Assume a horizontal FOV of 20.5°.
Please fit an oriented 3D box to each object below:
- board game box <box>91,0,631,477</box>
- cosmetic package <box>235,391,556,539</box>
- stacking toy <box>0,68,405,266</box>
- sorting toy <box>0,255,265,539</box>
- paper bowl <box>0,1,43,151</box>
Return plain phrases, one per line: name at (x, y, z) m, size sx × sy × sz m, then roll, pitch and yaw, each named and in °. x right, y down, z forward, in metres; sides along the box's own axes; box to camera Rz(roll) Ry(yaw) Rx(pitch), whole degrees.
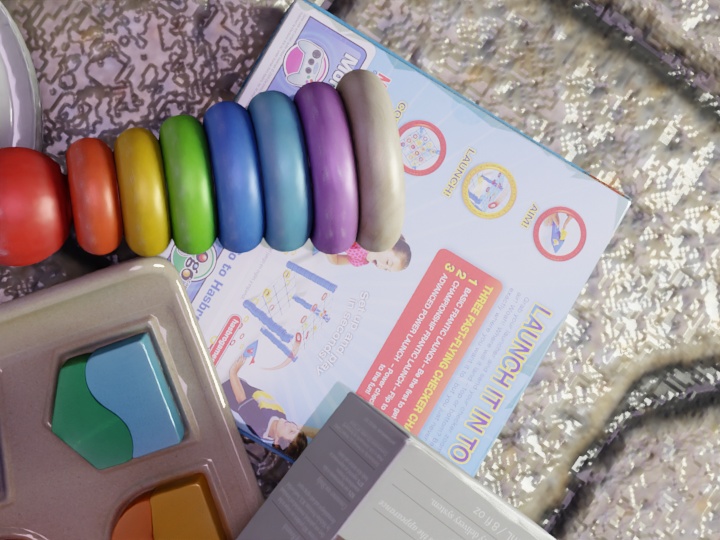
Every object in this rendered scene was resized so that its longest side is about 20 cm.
board game box at (0.000, 0.000, 0.991) m, size 0.195 × 0.056 × 0.200 m, roll 31°, pitch 88°, yaw -7°
cosmetic package at (-0.016, 0.170, 0.918) m, size 0.107 × 0.090 × 0.200 m, roll 37°, pitch 86°, yaw -24°
stacking toy at (-0.084, -0.039, 0.905) m, size 0.199 × 0.085 × 0.086 m, roll -7°, pitch 92°, yaw -9°
sorting toy at (-0.144, 0.110, 0.952) m, size 0.185 × 0.036 × 0.201 m, roll -19°, pitch 105°, yaw 7°
paper bowl at (-0.252, -0.070, 0.938) m, size 0.200 × 0.104 × 0.202 m, roll 0°, pitch 93°, yaw -7°
